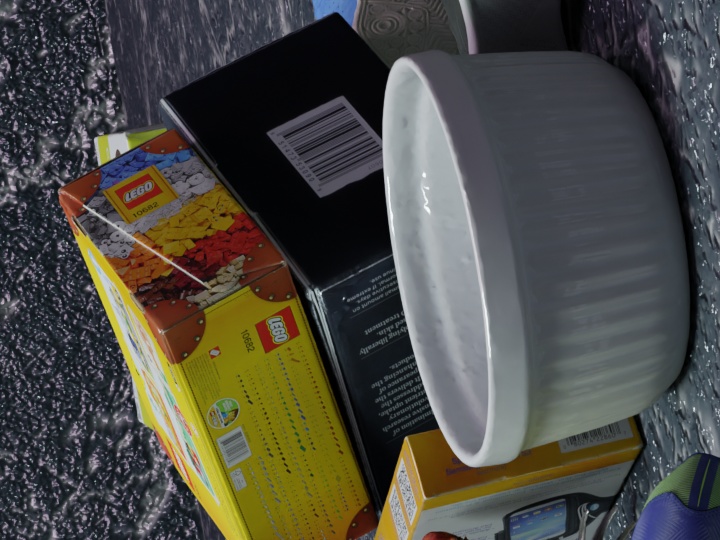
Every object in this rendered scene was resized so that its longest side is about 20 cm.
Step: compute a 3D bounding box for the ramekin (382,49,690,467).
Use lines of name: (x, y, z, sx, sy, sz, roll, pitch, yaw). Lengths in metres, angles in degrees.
ramekin: (0.085, -0.012, 1.403, 0.200, 0.105, 0.201, 171, 90, -80)

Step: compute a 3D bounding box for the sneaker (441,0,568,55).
sneaker: (0.064, -0.173, 1.447, 0.200, 0.070, 0.099, 87, 163, -55)

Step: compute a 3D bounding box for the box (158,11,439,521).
box: (0.000, 0.000, 1.628, 0.200, 0.124, 0.197, 51, 162, 44)

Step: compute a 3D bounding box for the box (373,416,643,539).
box: (0.073, 0.125, 1.553, 0.200, 0.119, 0.042, 106, 149, -67)

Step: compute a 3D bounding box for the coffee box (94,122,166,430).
coffee box: (-0.053, -0.009, 1.888, 0.198, 0.199, 0.201, -170, 70, -79)

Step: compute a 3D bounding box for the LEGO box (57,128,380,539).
LEGO box: (-0.076, 0.049, 1.578, 0.149, 0.077, 0.200, 49, 163, 48)

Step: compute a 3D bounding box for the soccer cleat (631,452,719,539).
soccer cleat: (0.154, 0.157, 1.359, 0.200, 0.064, 0.084, 88, -163, -57)

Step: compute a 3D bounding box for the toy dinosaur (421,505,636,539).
toy dinosaur: (0.081, 0.218, 1.484, 0.200, 0.181, 0.105, -52, 4, 14)

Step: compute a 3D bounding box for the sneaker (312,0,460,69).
sneaker: (0.021, -0.131, 1.734, 0.200, 0.077, 0.111, -123, 16, -45)
